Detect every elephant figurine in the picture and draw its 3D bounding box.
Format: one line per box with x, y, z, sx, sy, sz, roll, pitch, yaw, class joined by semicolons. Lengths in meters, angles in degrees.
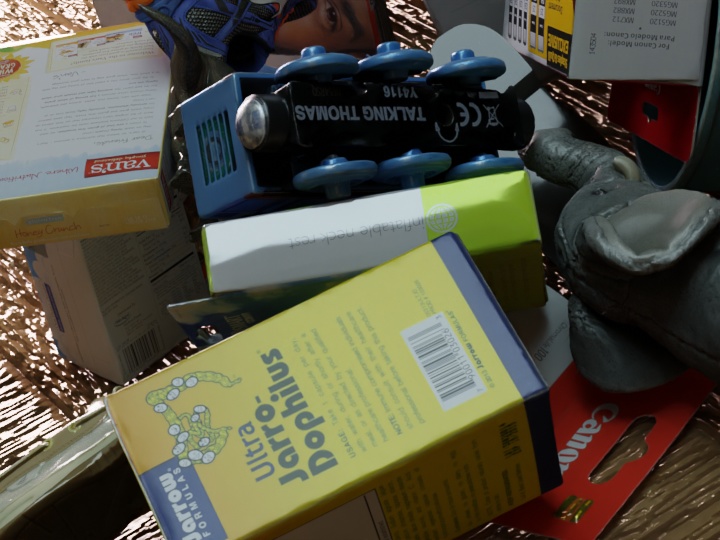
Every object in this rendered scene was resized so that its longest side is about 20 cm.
0.164;0.001;1.176;0.200;0.142;0.155;8;5;14;elephant figurine

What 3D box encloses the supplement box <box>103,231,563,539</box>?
-0.011;0.087;1.095;0.200;0.109;0.110;-26;58;-6;supplement box

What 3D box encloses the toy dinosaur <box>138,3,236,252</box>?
-0.082;-0.078;1.267;0.077;0.200;0.102;-33;27;21;toy dinosaur

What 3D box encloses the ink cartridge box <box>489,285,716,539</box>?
0.077;0.067;1.199;0.200;0.047;0.160;12;42;36;ink cartridge box

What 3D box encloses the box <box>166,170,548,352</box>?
0.000;0.000;1.178;0.200;0.122;0.048;-9;73;4;box

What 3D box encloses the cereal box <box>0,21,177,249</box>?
-0.181;-0.084;1.309;0.144;0.040;0.200;-8;34;5;cereal box

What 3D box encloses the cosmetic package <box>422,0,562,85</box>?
0.104;-0.249;1.476;0.165;0.200;0.165;-25;25;6;cosmetic package

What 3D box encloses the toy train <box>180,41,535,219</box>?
0.002;-0.075;1.198;0.200;0.087;0.114;-4;-10;-39;toy train

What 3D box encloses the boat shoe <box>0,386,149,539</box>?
-0.130;0.097;1.198;0.200;0.074;0.066;-30;37;-17;boat shoe

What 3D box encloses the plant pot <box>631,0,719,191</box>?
0.279;-0.139;1.311;0.188;0.200;0.200;4;33;-8;plant pot

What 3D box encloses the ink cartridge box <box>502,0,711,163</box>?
0.146;-0.166;1.298;0.084;0.176;0.200;3;10;-8;ink cartridge box

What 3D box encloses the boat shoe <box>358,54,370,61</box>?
0.034;-0.069;1.401;0.069;0.084;0.200;-4;45;-37;boat shoe

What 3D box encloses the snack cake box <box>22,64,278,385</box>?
-0.112;-0.034;1.352;0.067;0.115;0.200;20;46;41;snack cake box

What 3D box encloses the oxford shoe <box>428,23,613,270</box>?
0.114;-0.062;1.327;0.071;0.071;0.200;-30;67;-5;oxford shoe

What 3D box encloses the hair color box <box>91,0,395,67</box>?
-0.081;-0.174;1.552;0.200;0.111;0.064;-5;35;13;hair color box

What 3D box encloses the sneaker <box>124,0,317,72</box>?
-0.082;-0.158;1.363;0.075;0.079;0.200;-24;-1;28;sneaker
